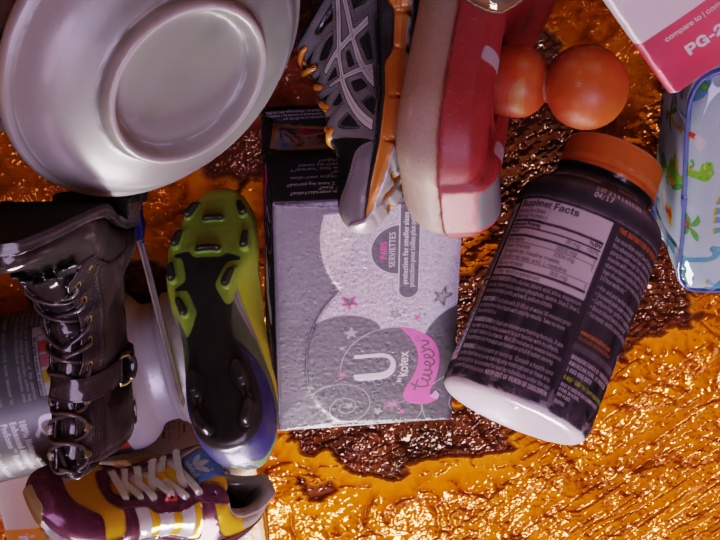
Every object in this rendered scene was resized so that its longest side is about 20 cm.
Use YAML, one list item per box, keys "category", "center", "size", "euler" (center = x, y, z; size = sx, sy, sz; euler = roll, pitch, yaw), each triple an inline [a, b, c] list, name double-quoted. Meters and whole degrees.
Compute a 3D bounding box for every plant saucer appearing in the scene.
- category: "plant saucer"
  center: [-0.110, -0.119, 0.975]
  size: [0.199, 0.050, 0.201]
  euler: [-25, 139, -25]

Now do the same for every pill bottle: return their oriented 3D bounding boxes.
- category: "pill bottle"
  center: [-0.205, 0.079, 1.198]
  size: [0.198, 0.116, 0.116]
  euler: [-13, 129, 2]
- category: "pill bottle"
  center: [0.140, 0.008, 1.150]
  size: [0.106, 0.106, 0.201]
  euler: [31, 75, -29]

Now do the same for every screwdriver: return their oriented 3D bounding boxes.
- category: "screwdriver"
  center: [-0.148, -0.004, 1.135]
  size: [0.029, 0.028, 0.202]
  euler: [-8, 96, 7]

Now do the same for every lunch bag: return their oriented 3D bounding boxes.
- category: "lunch bag"
  center: [0.288, -0.082, 1.166]
  size: [0.159, 0.083, 0.201]
  euler: [-7, 129, -2]

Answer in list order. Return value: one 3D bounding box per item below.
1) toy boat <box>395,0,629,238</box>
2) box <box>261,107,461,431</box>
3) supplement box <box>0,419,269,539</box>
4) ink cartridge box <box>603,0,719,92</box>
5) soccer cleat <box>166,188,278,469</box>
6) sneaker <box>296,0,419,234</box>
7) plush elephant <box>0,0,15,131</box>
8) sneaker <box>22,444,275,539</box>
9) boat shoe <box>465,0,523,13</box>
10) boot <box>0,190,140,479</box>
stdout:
- category: "toy boat"
  center: [0.099, -0.117, 1.030]
  size: [0.130, 0.201, 0.131]
  euler: [6, 153, 10]
- category: "box"
  center: [0.000, 0.000, 1.167]
  size: [0.131, 0.115, 0.201]
  euler: [-3, 129, -6]
- category: "supplement box"
  center: [-0.174, 0.165, 1.298]
  size: [0.198, 0.074, 0.127]
  euler: [-7, 129, -3]
- category: "ink cartridge box"
  center: [0.149, -0.226, 0.989]
  size: [0.084, 0.145, 0.200]
  euler: [-33, 126, 14]
- category: "soccer cleat"
  center: [-0.091, 0.040, 1.146]
  size: [0.064, 0.202, 0.084]
  euler: [-11, 151, 7]
- category: "sneaker"
  center: [-0.003, -0.122, 1.052]
  size: [0.077, 0.202, 0.078]
  euler: [2, 170, 6]
- category: "plush elephant"
  center: [-0.245, -0.123, 1.005]
  size: [0.199, 0.155, 0.165]
  euler: [-30, 127, 14]
- category: "sneaker"
  center: [-0.146, 0.155, 1.185]
  size: [0.090, 0.075, 0.199]
  euler: [-44, 147, 18]
- category: "boat shoe"
  center: [0.039, -0.212, 0.967]
  size: [0.075, 0.200, 0.072]
  euler: [-31, 148, -6]
- category: "boot"
  center: [-0.177, 0.043, 1.038]
  size: [0.069, 0.200, 0.176]
  euler: [3, 98, 16]
